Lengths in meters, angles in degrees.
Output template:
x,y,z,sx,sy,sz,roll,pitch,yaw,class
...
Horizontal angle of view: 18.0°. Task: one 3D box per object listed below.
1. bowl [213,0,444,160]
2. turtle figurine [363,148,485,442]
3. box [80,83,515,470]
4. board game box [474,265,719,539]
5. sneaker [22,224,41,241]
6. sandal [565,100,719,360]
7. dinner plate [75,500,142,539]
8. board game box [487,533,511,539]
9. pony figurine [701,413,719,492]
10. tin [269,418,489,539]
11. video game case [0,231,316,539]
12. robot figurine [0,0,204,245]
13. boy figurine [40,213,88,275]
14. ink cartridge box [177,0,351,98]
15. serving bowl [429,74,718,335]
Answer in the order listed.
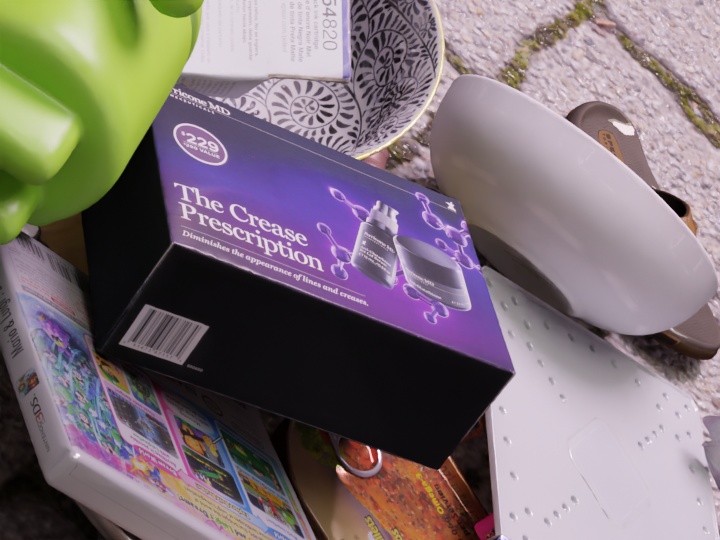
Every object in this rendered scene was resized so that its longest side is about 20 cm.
x,y,z,sx,sy,sz,roll,pitch,yaw,class
-0.059,-0.113,1.287,0.199,0.094,0.202,6,56,-10,bowl
0.000,0.000,1.288,0.199,0.064,0.162,26,45,-20,turtle figurine
-0.035,0.000,1.137,0.199,0.079,0.142,21,30,-28,box
0.133,0.120,1.296,0.200,0.026,0.201,32,40,-34,board game box
-0.220,-0.048,1.138,0.115,0.080,0.201,21,62,-35,sneaker
0.187,-0.034,1.474,0.081,0.055,0.201,10,52,-33,sandal
-0.097,0.111,1.099,0.200,0.024,0.200,46,9,-9,dinner plate
0.077,0.259,1.087,0.159,0.097,0.201,31,57,-15,board game box
0.311,0.155,1.352,0.199,0.166,0.194,-27,111,-33,pony figurine
0.023,0.153,1.206,0.112,0.042,0.201,-18,71,-50,tin
-0.097,0.075,1.087,0.200,0.024,0.182,38,16,-41,video game case
-0.143,-0.102,1.043,0.115,0.176,0.200,31,40,-6,robot figurine
-0.175,-0.080,1.213,0.124,0.064,0.201,-1,56,-43,boy figurine
-0.106,-0.192,1.211,0.199,0.041,0.201,3,75,-15,ink cartridge box
0.113,-0.025,1.339,0.200,0.200,0.066,41,81,-5,serving bowl
